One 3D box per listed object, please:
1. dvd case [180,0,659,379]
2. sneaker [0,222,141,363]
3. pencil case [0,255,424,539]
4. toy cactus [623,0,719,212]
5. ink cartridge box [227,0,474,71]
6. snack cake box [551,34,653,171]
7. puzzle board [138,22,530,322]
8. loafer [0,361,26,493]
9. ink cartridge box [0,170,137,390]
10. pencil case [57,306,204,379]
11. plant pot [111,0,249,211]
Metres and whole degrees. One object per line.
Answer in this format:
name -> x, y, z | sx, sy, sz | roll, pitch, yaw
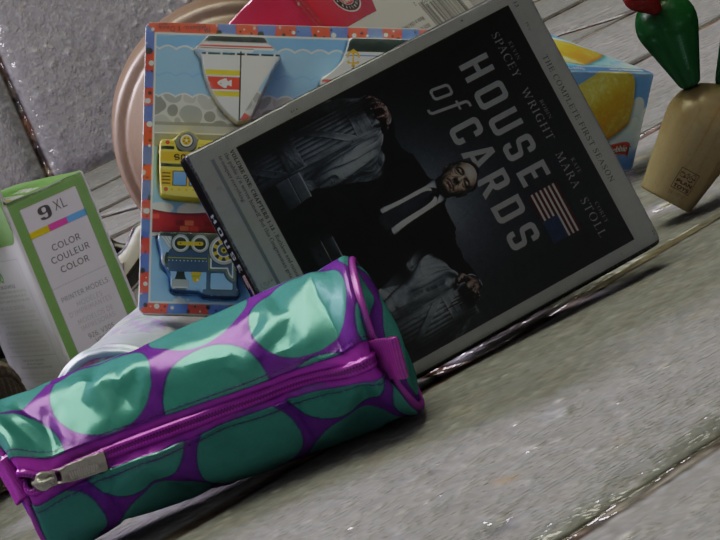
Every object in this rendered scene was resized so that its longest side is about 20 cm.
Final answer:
dvd case -> 0.031, -0.034, 1.374 | 0.199, 0.151, 0.025 | -28, -1, -15
sneaker -> -0.192, 0.013, 1.776 | 0.199, 0.088, 0.076 | -13, 13, 23
pencil case -> -0.073, 0.066, 1.292 | 0.199, 0.086, 0.092 | -23, 7, 3
toy cactus -> 0.209, -0.108, 1.489 | 0.166, 0.199, 0.102 | -63, 25, 5
ink cartridge box -> 0.028, -0.079, 1.497 | 0.084, 0.200, 0.145 | -42, -4, 34
snack cake box -> 0.070, -0.108, 1.705 | 0.199, 0.068, 0.115 | -3, 22, -43
puzzle board -> -0.012, -0.051, 1.400 | 0.198, 0.152, 0.017 | 1, -10, -5
loafer -> -0.247, 0.108, 1.551 | 0.068, 0.076, 0.200 | -13, 12, 25
ink cartridge box -> -0.192, -0.003, 1.668 | 0.059, 0.201, 0.104 | -27, 9, -26
pencil case -> -0.084, 0.050, 1.441 | 0.090, 0.084, 0.200 | -4, 15, 23
plant pot -> -0.079, -0.087, 1.976 | 0.199, 0.201, 0.175 | -23, 16, 1
